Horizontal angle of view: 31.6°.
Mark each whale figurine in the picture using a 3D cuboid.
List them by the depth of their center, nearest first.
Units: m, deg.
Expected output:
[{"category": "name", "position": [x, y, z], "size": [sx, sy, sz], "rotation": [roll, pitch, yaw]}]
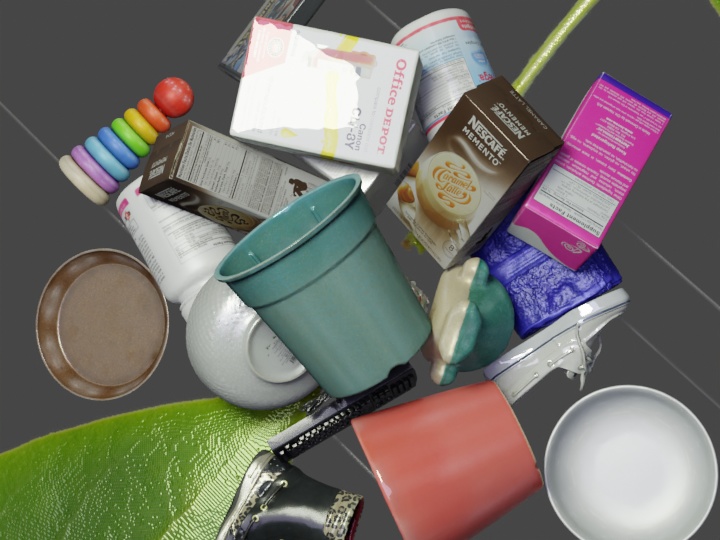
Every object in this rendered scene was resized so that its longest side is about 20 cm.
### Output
[{"category": "whale figurine", "position": [0.132, 0.066, 1.502], "size": [0.104, 0.200, 0.159], "rotation": [18, 95, 0]}]

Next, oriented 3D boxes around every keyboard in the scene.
[{"category": "keyboard", "position": [-0.022, 0.168, 1.549], "size": [0.200, 0.127, 0.021], "rotation": [-31, 60, -4]}]

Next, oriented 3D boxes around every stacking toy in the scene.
[{"category": "stacking toy", "position": [-0.305, -0.183, 1.699], "size": [0.200, 0.085, 0.085], "rotation": [-45, 76, 0]}]

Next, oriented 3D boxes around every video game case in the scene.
[{"category": "video game case", "position": [-0.101, -0.325, 1.625], "size": [0.025, 0.181, 0.200], "rotation": [37, 92, -22]}]

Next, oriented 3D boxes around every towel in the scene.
[{"category": "towel", "position": [0.212, -0.033, 1.576], "size": [0.148, 0.050, 0.200], "rotation": [-32, 78, 6]}]

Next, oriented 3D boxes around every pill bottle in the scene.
[{"category": "pill bottle", "position": [0.121, -0.216, 1.589], "size": [0.109, 0.109, 0.200], "rotation": [-23, 79, 9]}, {"category": "pill bottle", "position": [-0.222, -0.028, 1.640], "size": [0.113, 0.113, 0.200], "rotation": [-32, 78, 7]}]

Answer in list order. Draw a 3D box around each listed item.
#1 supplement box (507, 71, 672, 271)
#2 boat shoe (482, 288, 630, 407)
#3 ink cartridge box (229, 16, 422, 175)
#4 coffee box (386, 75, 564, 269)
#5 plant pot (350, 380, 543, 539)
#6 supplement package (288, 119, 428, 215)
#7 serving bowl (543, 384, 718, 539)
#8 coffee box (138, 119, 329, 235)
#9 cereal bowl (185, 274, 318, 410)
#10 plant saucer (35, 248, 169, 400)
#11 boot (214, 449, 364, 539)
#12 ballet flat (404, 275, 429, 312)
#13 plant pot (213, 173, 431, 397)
[{"category": "supplement box", "position": [0.271, -0.116, 1.513], "size": [0.103, 0.101, 0.200], "rotation": [32, 74, 3]}, {"category": "boat shoe", "position": [0.252, 0.105, 1.538], "size": [0.202, 0.075, 0.086], "rotation": [-34, 77, 10]}, {"category": "ink cartridge box", "position": [-0.038, -0.205, 1.495], "size": [0.200, 0.083, 0.145], "rotation": [12, 91, 3]}, {"category": "coffee box", "position": [0.130, -0.113, 1.484], "size": [0.114, 0.080, 0.200], "rotation": [48, 134, 14]}, {"category": "plant pot", "position": [0.107, 0.230, 1.504], "size": [0.177, 0.200, 0.201], "rotation": [-24, 78, -2]}, {"category": "supplement package", "position": [-0.031, -0.181, 1.612], "size": [0.200, 0.120, 0.121], "rotation": [37, 92, 14]}, {"category": "serving bowl", "position": [0.320, 0.237, 1.510], "size": [0.200, 0.066, 0.200], "rotation": [-1, 83, 12]}, {"category": "coffee box", "position": [-0.156, -0.103, 1.568], "size": [0.200, 0.113, 0.080], "rotation": [22, 75, -25]}, {"category": "cereal bowl", "position": [-0.109, 0.081, 1.564], "size": [0.200, 0.083, 0.200], "rotation": [-5, 103, -22]}, {"category": "plant saucer", "position": [-0.336, 0.072, 1.685], "size": [0.200, 0.034, 0.200], "rotation": [-2, 85, 20]}, {"category": "boot", "position": [-0.096, 0.342, 1.583], "size": [0.154, 0.073, 0.204], "rotation": [19, 81, 16]}, {"category": "ballet flat", "position": [0.000, 0.000, 1.613], "size": [0.200, 0.064, 0.076], "rotation": [31, 91, 15]}, {"category": "plant pot", "position": [-0.031, 0.027, 1.454], "size": [0.200, 0.200, 0.196], "rotation": [-32, 105, 7]}]
